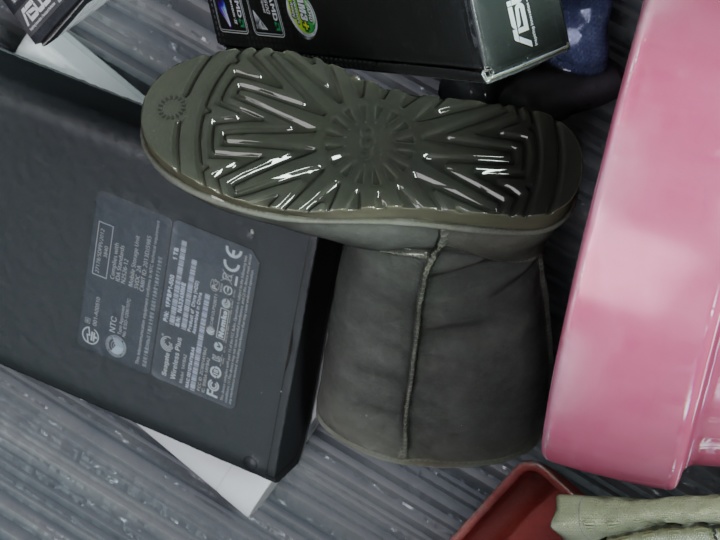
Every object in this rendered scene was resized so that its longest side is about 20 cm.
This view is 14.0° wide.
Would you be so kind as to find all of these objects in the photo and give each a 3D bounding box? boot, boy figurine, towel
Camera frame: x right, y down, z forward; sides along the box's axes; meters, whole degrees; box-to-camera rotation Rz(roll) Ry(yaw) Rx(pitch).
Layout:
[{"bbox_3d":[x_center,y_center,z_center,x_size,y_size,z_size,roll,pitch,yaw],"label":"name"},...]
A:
[{"bbox_3d":[-0.001,0.002,1.159,0.181,0.073,0.200,14,153,1],"label":"boot"},{"bbox_3d":[0.065,-0.158,1.102,0.124,0.064,0.201,24,129,44],"label":"boy figurine"},{"bbox_3d":[0.196,0.105,1.094,0.200,0.192,0.035,-2,82,31],"label":"towel"}]

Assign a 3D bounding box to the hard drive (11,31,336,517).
[{"bbox_3d":[-0.093,0.000,1.296,0.200,0.027,0.132,39,125,7],"label":"hard drive"}]

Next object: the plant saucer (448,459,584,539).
[{"bbox_3d":[0.099,0.200,1.277,0.200,0.037,0.200,43,125,5],"label":"plant saucer"}]

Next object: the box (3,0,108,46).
[{"bbox_3d":[-0.130,-0.194,1.164,0.161,0.049,0.200,52,152,-2],"label":"box"}]

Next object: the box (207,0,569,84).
[{"bbox_3d":[-0.012,-0.175,1.104,0.193,0.047,0.201,15,122,58],"label":"box"}]

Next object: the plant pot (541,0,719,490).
[{"bbox_3d":[0.172,-0.007,1.056,0.179,0.200,0.200,14,120,6],"label":"plant pot"}]

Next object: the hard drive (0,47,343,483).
[{"bbox_3d":[-0.107,-0.006,1.264,0.200,0.033,0.140,22,121,18],"label":"hard drive"}]
